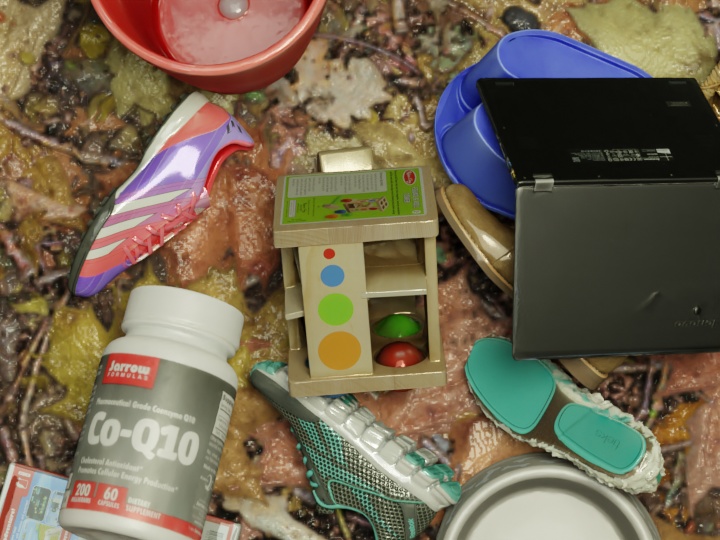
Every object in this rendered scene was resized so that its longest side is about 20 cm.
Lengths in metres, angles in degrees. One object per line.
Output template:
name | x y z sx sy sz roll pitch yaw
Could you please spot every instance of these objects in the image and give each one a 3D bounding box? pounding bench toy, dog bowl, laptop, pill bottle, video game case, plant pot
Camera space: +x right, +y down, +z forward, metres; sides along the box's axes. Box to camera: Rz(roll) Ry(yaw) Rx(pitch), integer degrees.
pounding bench toy | 0.000 0.000 1.418 0.124 0.200 0.156 -4 113 1
dog bowl | 0.149 0.245 1.401 0.200 0.059 0.200 -1 81 3
laptop | 0.191 -0.045 1.353 0.187 0.116 0.200 -1 44 -14
pill bottle | -0.162 0.120 1.399 0.114 0.114 0.200 11 73 4
video game case | -0.211 0.252 1.437 0.200 0.017 0.143 15 83 4
plant pot | -0.113 -0.233 1.424 0.200 0.177 0.201 0 82 3

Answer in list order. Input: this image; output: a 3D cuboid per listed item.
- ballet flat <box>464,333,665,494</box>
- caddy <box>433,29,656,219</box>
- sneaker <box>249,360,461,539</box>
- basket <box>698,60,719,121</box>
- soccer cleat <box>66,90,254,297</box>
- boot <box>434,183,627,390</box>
ballet flat | 0.164 0.122 1.403 0.072 0.072 0.200 -50 50 -5
caddy | 0.160 -0.106 1.429 0.200 0.105 0.142 23 67 -6
sneaker | -0.020 0.151 1.418 0.200 0.078 0.091 37 100 15
basket | 0.378 -0.119 1.387 0.200 0.143 0.149 44 71 8
soccer cleat | -0.169 -0.053 1.458 0.073 0.068 0.200 34 82 3
boot | 0.142 -0.005 1.377 0.075 0.074 0.200 -45 84 15
